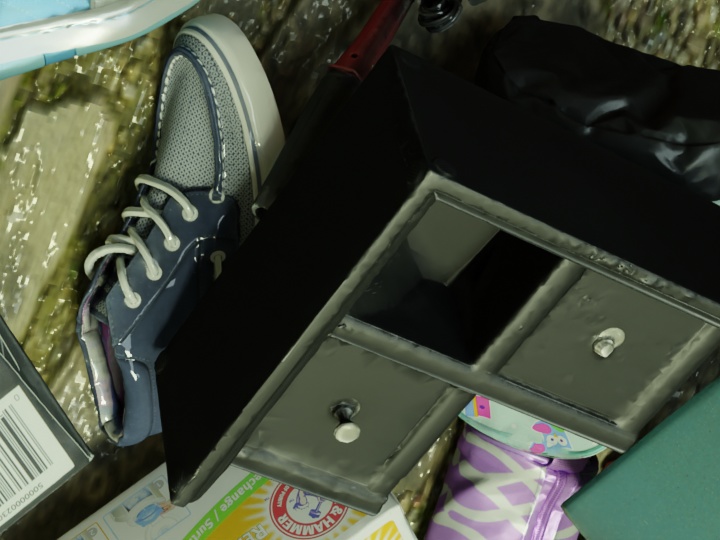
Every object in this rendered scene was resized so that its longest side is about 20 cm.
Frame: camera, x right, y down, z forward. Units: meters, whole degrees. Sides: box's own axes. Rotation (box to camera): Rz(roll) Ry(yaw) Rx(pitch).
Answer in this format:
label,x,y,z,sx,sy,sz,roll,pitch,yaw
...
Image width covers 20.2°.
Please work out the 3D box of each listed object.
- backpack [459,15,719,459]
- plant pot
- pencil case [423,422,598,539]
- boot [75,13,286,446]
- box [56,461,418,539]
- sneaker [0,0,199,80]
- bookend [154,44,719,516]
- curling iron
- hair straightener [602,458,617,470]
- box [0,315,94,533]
label,x,y,z,sx,sy,sz,roll,pitch,yaw
backpack,0.110,-0.009,1.013,0.127,0.167,0.200,-33,140,-50
plant pot,0.234,0.104,1.032,0.200,0.141,0.141,-45,164,12
pencil case,0.070,0.178,1.103,0.084,0.085,0.200,10,100,-15
boot,-0.087,-0.014,0.941,0.090,0.073,0.200,-20,117,-32
box,-0.071,0.163,0.969,0.200,0.101,0.113,-35,141,-10
sneaker,-0.149,-0.155,0.849,0.200,0.080,0.131,-24,120,-24
bookend,0.045,0.036,0.889,0.199,0.092,0.200,24,121,-27
curling iron,0.002,-0.092,0.943,0.200,0.050,0.026,-52,123,-37
hair straightener,0.239,0.136,1.200,0.200,0.077,0.041,4,103,-33
box,-0.214,0.040,0.802,0.122,0.200,0.106,-38,123,-15
